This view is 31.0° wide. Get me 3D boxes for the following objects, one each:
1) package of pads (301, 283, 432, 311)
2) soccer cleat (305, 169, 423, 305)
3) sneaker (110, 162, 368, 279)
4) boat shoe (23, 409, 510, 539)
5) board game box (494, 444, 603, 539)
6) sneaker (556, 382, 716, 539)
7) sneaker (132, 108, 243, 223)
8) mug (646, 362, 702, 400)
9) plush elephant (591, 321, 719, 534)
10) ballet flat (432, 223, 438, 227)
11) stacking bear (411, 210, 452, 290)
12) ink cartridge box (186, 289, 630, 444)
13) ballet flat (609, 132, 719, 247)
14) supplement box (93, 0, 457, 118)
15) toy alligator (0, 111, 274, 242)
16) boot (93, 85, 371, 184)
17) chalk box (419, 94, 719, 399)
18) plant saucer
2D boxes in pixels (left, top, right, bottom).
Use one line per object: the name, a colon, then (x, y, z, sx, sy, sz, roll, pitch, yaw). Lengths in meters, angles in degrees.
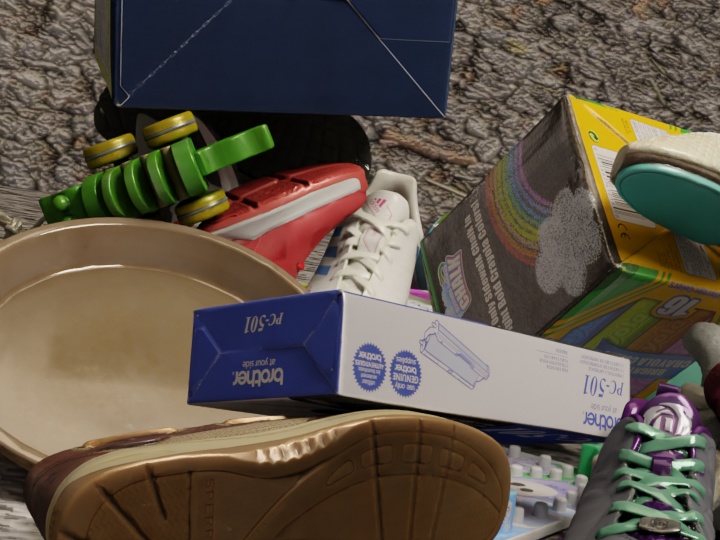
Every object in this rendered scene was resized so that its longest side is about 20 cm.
package of pads: (0.000, 0.051, 0.935, 0.199, 0.068, 0.154, 3, 7, -24)
soccer cleat: (0.000, 0.000, 0.815, 0.070, 0.087, 0.200, 16, 29, 0)
sneaker: (-0.071, 0.020, 0.768, 0.200, 0.116, 0.078, -26, 17, -14)
boat shoe: (-0.033, 0.085, 0.512, 0.199, 0.072, 0.072, -2, 11, -31)
board game box: (0.029, 0.098, 0.704, 0.199, 0.026, 0.200, 11, 6, 32)
sneaker: (0.110, 0.095, 0.519, 0.074, 0.088, 0.200, 9, 5, 9)
sneaker: (-0.123, -0.015, 0.824, 0.074, 0.201, 0.079, 25, 36, 37)
mug: (0.202, 0.053, 0.949, 0.184, 0.115, 0.152, -3, 5, 2)
plush elephant: (0.213, 0.073, 0.656, 0.164, 0.201, 0.155, 21, -25, -34)
ballet flat: (0.137, -0.033, 0.945, 0.199, 0.064, 0.076, -20, 2, -27)
stacking bear: (0.112, -0.012, 1.080, 0.113, 0.122, 0.200, 4, -22, -36)
ink cartridge box: (0.029, 0.050, 0.588, 0.094, 0.044, 0.200, -8, -16, 44)
ballet flat: (0.210, -0.038, 0.693, 0.200, 0.063, 0.067, 25, -25, -28)
supplement box: (-0.062, -0.182, 0.811, 0.199, 0.135, 0.200, 0, 18, -16)
toy alligator: (-0.143, -0.040, 0.728, 0.199, 0.059, 0.054, -17, 9, 19)
boot: (-0.079, -0.079, 0.911, 0.199, 0.068, 0.131, 13, -14, 12)
chalk box: (0.124, 0.012, 0.788, 0.123, 0.125, 0.200, 10, -37, -30)
plant saucer: (-0.106, 0.042, 0.634, 0.199, 0.030, 0.200, 11, 35, -8)
